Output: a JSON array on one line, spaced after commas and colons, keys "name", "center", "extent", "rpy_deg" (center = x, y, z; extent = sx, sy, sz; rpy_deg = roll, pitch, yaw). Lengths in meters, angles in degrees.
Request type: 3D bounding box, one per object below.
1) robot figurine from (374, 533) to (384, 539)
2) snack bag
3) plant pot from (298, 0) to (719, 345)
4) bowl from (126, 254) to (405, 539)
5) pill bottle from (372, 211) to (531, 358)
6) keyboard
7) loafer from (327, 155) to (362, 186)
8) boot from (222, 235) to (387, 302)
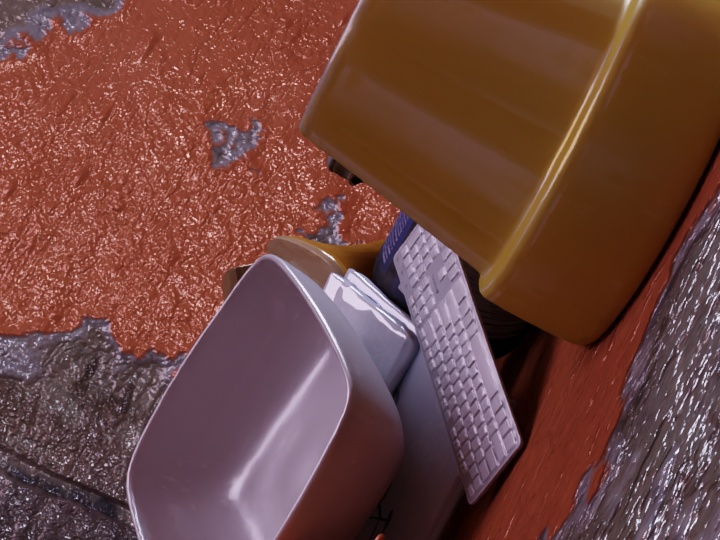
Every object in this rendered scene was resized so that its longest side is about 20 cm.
[{"name": "robot figurine", "center": [-0.044, 0.236, 1.147], "extent": [0.200, 0.144, 0.117], "rpy_deg": [-63, 33, 23]}, {"name": "snack bag", "center": [-0.003, 0.119, 1.291], "extent": [0.200, 0.021, 0.189], "rpy_deg": [40, 106, 50]}, {"name": "plant pot", "center": [0.079, -0.089, 1.094], "extent": [0.201, 0.189, 0.201], "rpy_deg": [-63, 1, 3]}, {"name": "bowl", "center": [-0.052, 0.115, 1.261], "extent": [0.200, 0.075, 0.200], "rpy_deg": [-56, 32, 15]}, {"name": "pill bottle", "center": [0.075, -0.014, 1.336], "extent": [0.200, 0.112, 0.112], "rpy_deg": [-62, 2, 35]}, {"name": "keyboard", "center": [0.055, 0.044, 1.221], "extent": [0.056, 0.011, 0.200], "rpy_deg": [-61, 32, 37]}, {"name": "loafer", "center": [0.072, -0.105, 1.599], "extent": [0.200, 0.070, 0.075], "rpy_deg": [-21, -15, -4]}, {"name": "boot", "center": [0.000, 0.001, 1.472], "extent": [0.201, 0.144, 0.071], "rpy_deg": [-3, 97, 65]}]
